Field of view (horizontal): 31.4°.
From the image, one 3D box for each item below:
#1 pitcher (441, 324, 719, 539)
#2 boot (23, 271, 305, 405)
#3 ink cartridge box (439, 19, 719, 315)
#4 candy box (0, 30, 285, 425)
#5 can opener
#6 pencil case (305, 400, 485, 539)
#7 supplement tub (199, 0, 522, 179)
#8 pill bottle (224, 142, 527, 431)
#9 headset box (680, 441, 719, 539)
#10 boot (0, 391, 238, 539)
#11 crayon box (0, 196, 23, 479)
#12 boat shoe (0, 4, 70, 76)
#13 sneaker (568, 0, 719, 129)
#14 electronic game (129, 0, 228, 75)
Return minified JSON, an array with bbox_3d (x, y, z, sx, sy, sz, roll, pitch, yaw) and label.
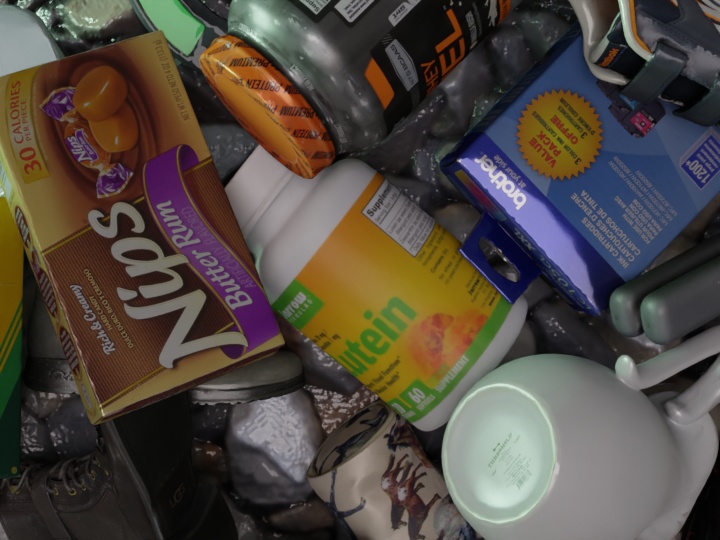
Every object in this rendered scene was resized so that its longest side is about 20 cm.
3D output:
[{"bbox_3d":[0.152,0.096,0.781,0.121,0.199,0.173,43,110,38],"label":"pitcher"},{"bbox_3d":[-0.132,0.019,0.857,0.197,0.068,0.132,4,93,1],"label":"boot"},{"bbox_3d":[0.145,-0.067,0.814,0.136,0.076,0.200,45,89,-5],"label":"ink cartridge box"},{"bbox_3d":[-0.136,-0.025,0.748,0.116,0.056,0.202,-20,85,-21],"label":"candy box"},{"bbox_3d":[0.243,0.010,0.806,0.199,0.053,0.068,-25,110,-28],"label":"can opener"},{"bbox_3d":[0.048,0.181,0.866,0.089,0.078,0.201,-39,96,-15],"label":"pencil case"},{"bbox_3d":[0.008,-0.156,0.752,0.123,0.123,0.200,45,81,-5],"label":"supplement tub"},{"bbox_3d":[0.000,0.000,0.824,0.199,0.111,0.111,39,97,-4],"label":"pill bottle"},{"bbox_3d":[0.250,0.231,0.831,0.074,0.149,0.202,13,99,1],"label":"headset box"},{"bbox_3d":[-0.184,0.136,0.837,0.172,0.069,0.202,-7,112,31],"label":"boot"},{"bbox_3d":[-0.291,0.034,0.736,0.058,0.199,0.175,-6,81,38],"label":"crayon box"},{"bbox_3d":[-0.184,-0.071,0.826,0.070,0.091,0.202,-22,92,0],"label":"boat shoe"},{"bbox_3d":[0.184,-0.123,0.737,0.079,0.078,0.200,-42,84,-18],"label":"sneaker"},{"bbox_3d":[-0.062,-0.219,0.830,0.197,0.042,0.203,0,99,2],"label":"electronic game"}]
